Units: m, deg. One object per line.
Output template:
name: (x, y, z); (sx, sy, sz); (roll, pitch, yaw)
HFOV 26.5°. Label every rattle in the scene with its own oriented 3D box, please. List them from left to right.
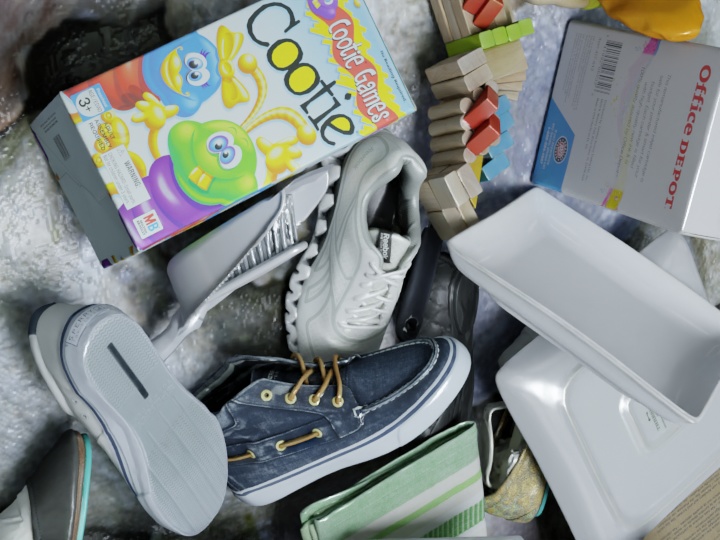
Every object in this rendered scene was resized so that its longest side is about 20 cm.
rattle: (0.177, -0.274, 1.053); (0.129, 0.143, 0.201); (5, 109, -14)

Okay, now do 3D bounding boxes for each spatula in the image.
spatula: (0.061, -0.043, 1.086); (0.056, 0.021, 0.201); (25, 77, -28)

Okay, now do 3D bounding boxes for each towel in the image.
towel: (0.032, 0.220, 1.152); (0.152, 0.023, 0.201); (-27, 130, -22)

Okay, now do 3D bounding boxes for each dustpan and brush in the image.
dustpan and brush: (-0.097, 0.010, 0.999); (0.199, 0.140, 0.057); (-31, 92, 13)

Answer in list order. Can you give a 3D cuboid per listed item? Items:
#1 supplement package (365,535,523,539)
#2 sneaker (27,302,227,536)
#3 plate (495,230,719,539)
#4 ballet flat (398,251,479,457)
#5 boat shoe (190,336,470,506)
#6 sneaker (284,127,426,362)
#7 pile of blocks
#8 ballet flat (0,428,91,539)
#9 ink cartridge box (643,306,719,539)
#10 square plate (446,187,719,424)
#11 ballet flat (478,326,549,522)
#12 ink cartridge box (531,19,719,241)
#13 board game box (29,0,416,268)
supplement package: (0.061, 0.299, 1.045); (0.119, 0.121, 0.201); (0, 108, -11)
sneaker: (-0.146, 0.090, 0.983); (0.073, 0.071, 0.201); (-45, 134, -28)
plate: (0.218, 0.102, 1.164); (0.200, 0.032, 0.200); (-37, 112, -21)
ballet flat: (0.051, 0.079, 1.141); (0.066, 0.057, 0.201); (-23, 124, -54)
boat shoe: (-0.028, 0.085, 1.030); (0.200, 0.071, 0.091); (-31, 121, 18)
sneaker: (0.000, 0.000, 1.059); (0.075, 0.081, 0.201); (0, 106, -33)
pile of blocks: (0.089, -0.121, 1.056); (0.082, 0.062, 0.202); (6, 86, -27)
ballet flat: (-0.213, 0.202, 0.999); (0.068, 0.068, 0.201); (-1, 105, -19)
ink cartridge box: (0.283, 0.151, 1.279); (0.199, 0.075, 0.165); (-34, 121, -19)
square plate: (0.168, 0.023, 1.062); (0.029, 0.198, 0.200); (-60, 166, 25)
ballet flat: (0.130, 0.097, 1.179); (0.070, 0.071, 0.201); (10, 99, -33)
ink cartridge box: (0.242, -0.096, 1.103); (0.125, 0.200, 0.129); (7, 102, -33)
board game box: (-0.085, -0.095, 0.946); (0.199, 0.105, 0.103); (-29, 96, -21)
